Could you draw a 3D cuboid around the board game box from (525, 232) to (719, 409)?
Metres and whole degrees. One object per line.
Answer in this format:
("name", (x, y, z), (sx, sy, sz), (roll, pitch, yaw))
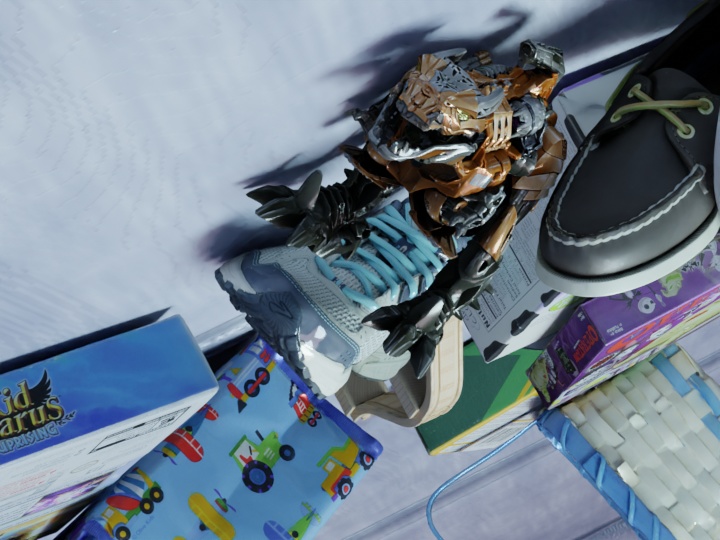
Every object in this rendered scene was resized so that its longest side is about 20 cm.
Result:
("board game box", (0.184, 0.001, 1.459), (0.200, 0.032, 0.120), (-27, 165, -17))

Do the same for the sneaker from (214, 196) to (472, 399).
("sneaker", (0.000, 0.000, 1.318), (0.086, 0.078, 0.200), (-43, 172, 13))

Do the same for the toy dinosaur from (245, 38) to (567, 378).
("toy dinosaur", (0.044, -0.036, 1.193), (0.136, 0.102, 0.200), (-47, 143, 10))

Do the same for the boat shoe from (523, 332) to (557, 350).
("boat shoe", (0.109, 0.014, 1.559), (0.057, 0.069, 0.200), (-46, 166, 29))

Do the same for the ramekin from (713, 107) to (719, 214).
("ramekin", (0.227, -0.075, 1.199), (0.200, 0.105, 0.200), (-46, 147, -43))

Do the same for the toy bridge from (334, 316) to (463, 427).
("toy bridge", (0.025, 0.048, 1.552), (0.027, 0.067, 0.200), (-23, 167, -21))

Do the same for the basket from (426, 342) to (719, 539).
("basket", (0.166, 0.156, 1.816), (0.200, 0.176, 0.139), (-38, 173, -5))

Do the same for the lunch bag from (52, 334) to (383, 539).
("lunch bag", (-0.103, 0.134, 1.516), (0.151, 0.094, 0.200), (-48, -171, -30))

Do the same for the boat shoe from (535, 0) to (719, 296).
("boat shoe", (0.135, -0.062, 1.231), (0.201, 0.072, 0.061), (-44, 141, -40))

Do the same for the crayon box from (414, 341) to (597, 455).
("crayon box", (0.135, 0.046, 1.831), (0.200, 0.052, 0.126), (-31, 168, 18))

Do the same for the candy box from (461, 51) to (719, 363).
("candy box", (0.143, -0.046, 1.401), (0.168, 0.072, 0.200), (-24, 168, -24))

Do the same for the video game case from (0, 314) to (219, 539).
("video game case", (-0.190, 0.099, 1.334), (0.200, 0.045, 0.181), (-18, 165, -39))
